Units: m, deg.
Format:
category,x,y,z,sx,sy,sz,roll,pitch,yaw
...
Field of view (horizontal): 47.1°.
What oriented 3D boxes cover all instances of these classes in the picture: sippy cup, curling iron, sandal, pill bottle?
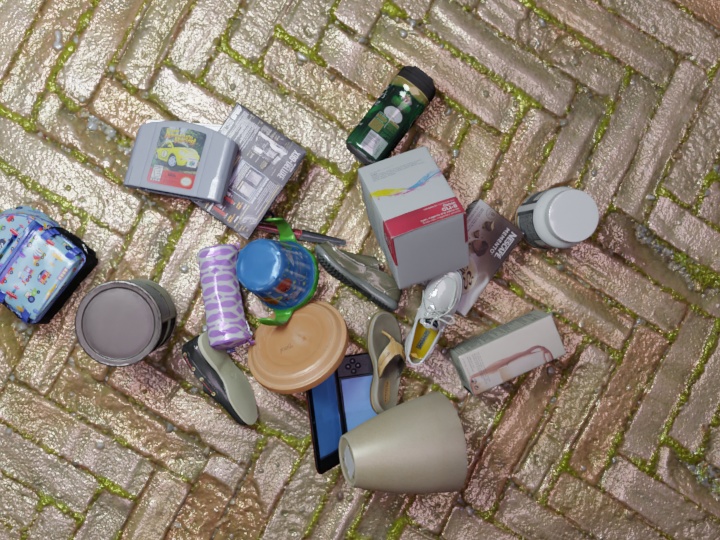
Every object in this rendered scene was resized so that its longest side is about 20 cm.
category,x,y,z,sx,sy,sz,roll,pitch,yaw
sippy cup,-0.162,0.001,1.529,0.139,0.130,0.178,-37,69,10
curling iron,-0.122,-0.081,1.606,0.198,0.026,0.050,18,92,-5
sandal,0.056,0.179,1.587,0.080,0.054,0.202,5,83,-36
pill bottle,0.372,-0.098,1.565,0.115,0.200,0.118,0,91,-5

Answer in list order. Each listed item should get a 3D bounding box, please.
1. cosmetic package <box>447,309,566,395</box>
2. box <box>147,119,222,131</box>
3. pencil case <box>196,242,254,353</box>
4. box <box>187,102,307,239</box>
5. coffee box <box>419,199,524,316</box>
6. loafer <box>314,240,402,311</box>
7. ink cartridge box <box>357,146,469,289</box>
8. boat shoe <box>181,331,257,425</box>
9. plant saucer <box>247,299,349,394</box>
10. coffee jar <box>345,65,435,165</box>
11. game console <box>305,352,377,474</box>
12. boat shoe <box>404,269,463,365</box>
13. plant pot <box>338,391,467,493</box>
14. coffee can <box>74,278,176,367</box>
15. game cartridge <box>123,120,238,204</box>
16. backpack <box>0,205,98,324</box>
category,x,y,z,sx,sy,sz,roll,pitch,yaw
cosmetic package,0.283,0.158,1.609,0.199,0.103,0.088,-24,94,-3
box,-0.304,-0.221,1.572,0.198,0.060,0.118,5,91,-6
pencil case,-0.254,0.051,1.551,0.085,0.084,0.202,-10,80,-6
box,-0.217,-0.182,1.525,0.157,0.050,0.201,34,89,-6
coffee box,0.211,-0.026,1.610,0.113,0.080,0.201,37,88,-4
loafer,0.000,0.000,1.603,0.199,0.075,0.070,36,76,-9
ink cartridge box,0.097,-0.101,1.523,0.144,0.146,0.201,-20,49,-5
boat shoe,-0.266,0.213,1.580,0.063,0.074,0.202,-26,102,26
plant saucer,-0.119,0.136,1.539,0.199,0.201,0.032,-32,136,-4
coffee jar,0.060,-0.295,1.583,0.085,0.104,0.200,38,87,-1
game console,-0.014,0.267,1.574,0.171,0.119,0.202,-7,92,-5
boat shoe,0.134,0.088,1.535,0.074,0.086,0.203,26,106,-2
plant pot,0.068,0.333,1.524,0.198,0.187,0.189,-6,91,-20
coffee can,-0.418,0.089,1.494,0.145,0.200,0.148,0,91,-5
game cartridge,-0.323,-0.199,1.484,0.198,0.041,0.134,10,78,17
backpack,-0.614,-0.021,1.510,0.200,0.135,0.183,40,86,-2
